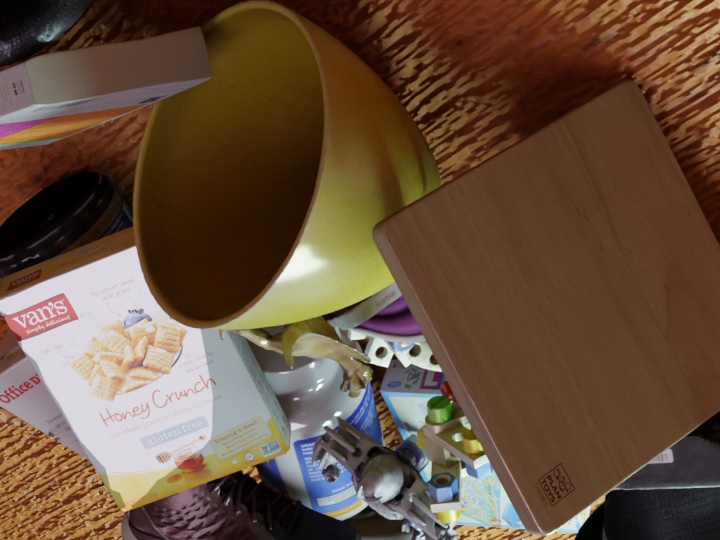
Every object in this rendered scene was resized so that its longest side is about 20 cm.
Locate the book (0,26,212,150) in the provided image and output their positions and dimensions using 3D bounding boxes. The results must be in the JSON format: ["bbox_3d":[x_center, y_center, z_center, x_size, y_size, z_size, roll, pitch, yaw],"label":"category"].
[{"bbox_3d":[-0.206,-0.108,0.908,0.199,0.133,0.049,-7,98,46],"label":"book"}]

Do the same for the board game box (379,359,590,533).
[{"bbox_3d":[0.109,0.150,1.202,0.133,0.034,0.201,1,139,24],"label":"board game box"}]

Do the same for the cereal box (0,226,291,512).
[{"bbox_3d":[-0.153,0.069,1.030,0.142,0.040,0.201,-21,117,11],"label":"cereal box"}]

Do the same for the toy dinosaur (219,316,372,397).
[{"bbox_3d":[-0.040,0.040,0.973,0.100,0.059,0.200,23,175,18],"label":"toy dinosaur"}]

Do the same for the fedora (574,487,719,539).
[{"bbox_3d":[0.237,0.152,1.042,0.199,0.200,0.093,-9,106,32],"label":"fedora"}]

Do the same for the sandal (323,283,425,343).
[{"bbox_3d":[0.000,0.008,1.025,0.200,0.084,0.050,1,172,25],"label":"sandal"}]

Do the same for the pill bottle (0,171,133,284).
[{"bbox_3d":[-0.187,0.033,1.096,0.111,0.112,0.201,-13,121,36],"label":"pill bottle"}]

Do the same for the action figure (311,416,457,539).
[{"bbox_3d":[0.028,0.168,1.082,0.130,0.069,0.200,48,-175,17],"label":"action figure"}]

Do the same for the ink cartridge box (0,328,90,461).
[{"bbox_3d":[-0.207,0.104,1.240,0.199,0.085,0.145,36,140,-23],"label":"ink cartridge box"}]

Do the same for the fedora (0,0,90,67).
[{"bbox_3d":[-0.238,-0.203,0.845,0.198,0.203,0.092,18,176,1],"label":"fedora"}]

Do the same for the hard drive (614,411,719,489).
[{"bbox_3d":[0.246,0.090,0.942,0.138,0.200,0.038,-8,102,31],"label":"hard drive"}]

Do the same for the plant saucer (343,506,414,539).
[{"bbox_3d":[-0.015,0.220,1.257,0.198,0.200,0.033,8,99,15],"label":"plant saucer"}]

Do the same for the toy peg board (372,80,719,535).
[{"bbox_3d":[0.117,0.023,0.875,0.202,0.198,0.098,61,157,-4],"label":"toy peg board"}]

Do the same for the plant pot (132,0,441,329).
[{"bbox_3d":[-0.033,-0.053,0.907,0.141,0.203,0.199,13,153,-40],"label":"plant pot"}]

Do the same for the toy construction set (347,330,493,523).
[{"bbox_3d":[0.072,0.090,1.046,0.130,0.200,0.093,-20,132,-14],"label":"toy construction set"}]

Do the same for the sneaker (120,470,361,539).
[{"bbox_3d":[-0.095,0.177,1.122,0.197,0.076,0.117,5,114,7],"label":"sneaker"}]

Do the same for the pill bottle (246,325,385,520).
[{"bbox_3d":[-0.044,0.108,1.152,0.111,0.113,0.201,7,141,16],"label":"pill bottle"}]
